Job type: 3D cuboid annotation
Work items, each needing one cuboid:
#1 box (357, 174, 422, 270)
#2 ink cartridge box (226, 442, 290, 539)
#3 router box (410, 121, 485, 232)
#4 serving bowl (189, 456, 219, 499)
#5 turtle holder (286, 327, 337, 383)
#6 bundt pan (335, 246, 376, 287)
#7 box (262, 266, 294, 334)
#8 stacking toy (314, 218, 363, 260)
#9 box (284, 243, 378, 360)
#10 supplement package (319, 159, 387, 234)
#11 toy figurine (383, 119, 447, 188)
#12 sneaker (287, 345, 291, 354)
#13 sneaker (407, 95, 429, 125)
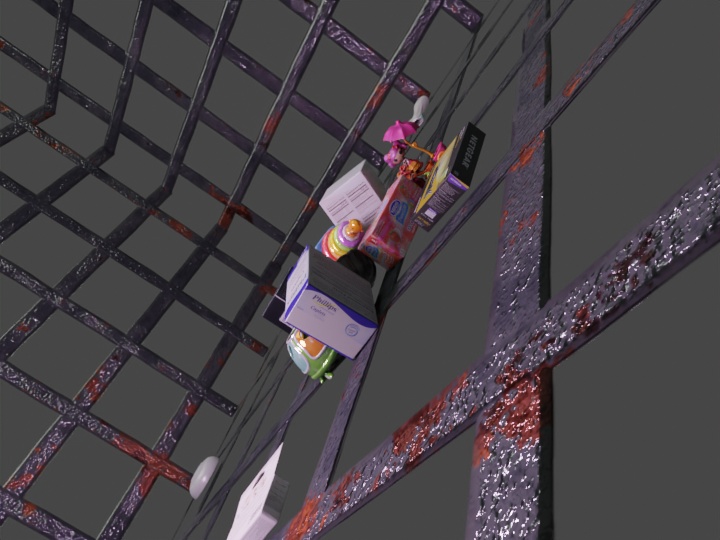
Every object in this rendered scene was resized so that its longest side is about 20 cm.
[{"bbox_3d":[0.086,-0.119,1.389,0.203,0.101,0.095,-61,9,-29],"label":"box"},{"bbox_3d":[-0.206,0.480,1.139,0.202,0.044,0.177,-54,9,26],"label":"ink cartridge box"},{"bbox_3d":[0.191,-0.203,1.222,0.158,0.051,0.203,-50,12,47],"label":"router box"},{"bbox_3d":[-0.740,0.956,2.633,0.203,0.065,0.200,-56,7,11],"label":"serving bowl"},{"bbox_3d":[-0.108,0.177,1.367,0.143,0.130,0.186,-57,8,6],"label":"turtle holder"},{"bbox_3d":[-0.034,0.041,1.430,0.201,0.076,0.203,-40,-19,-16],"label":"bundt pan"},{"bbox_3d":[-0.226,0.126,2.063,0.125,0.197,0.198,-52,9,34],"label":"box"},{"bbox_3d":[-0.033,-0.084,1.426,0.111,0.115,0.200,-51,0,-25],"label":"stacking toy"},{"bbox_3d":[-0.067,0.066,1.238,0.106,0.181,0.201,-53,18,18],"label":"box"},{"bbox_3d":[0.008,-0.171,1.582,0.149,0.202,0.153,-33,15,18],"label":"supplement package"},{"bbox_3d":[0.134,-0.293,1.453,0.202,0.181,0.151,-55,8,22],"label":"toy figurine"},{"bbox_3d":[-0.146,0.205,1.786,0.202,0.073,0.115,-53,24,-1],"label":"sneaker"},{"bbox_3d":[0.287,-0.746,2.712,0.204,0.074,0.088,-64,20,0],"label":"sneaker"}]
